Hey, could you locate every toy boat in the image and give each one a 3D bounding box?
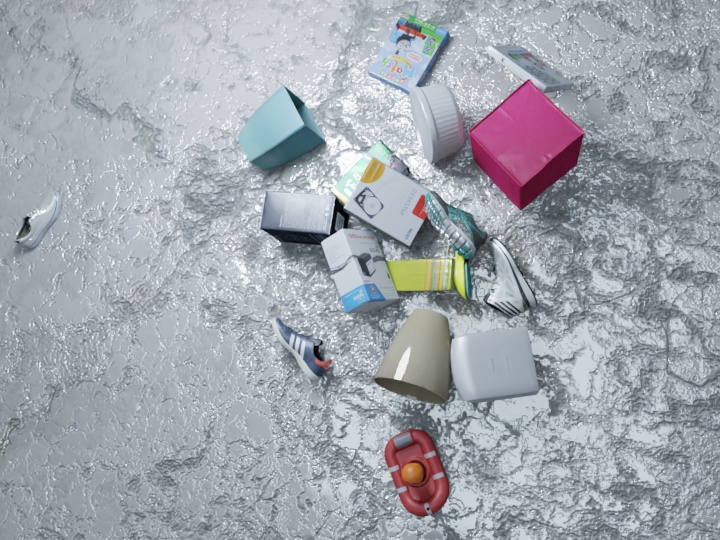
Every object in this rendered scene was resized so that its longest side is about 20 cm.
[{"bbox_3d":[0.132,0.489,1.471,0.130,0.131,0.201,-25,75,9],"label":"toy boat"}]

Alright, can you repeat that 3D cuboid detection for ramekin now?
[{"bbox_3d":[0.199,-0.387,1.590,0.094,0.202,0.204,-17,76,-2],"label":"ramekin"}]

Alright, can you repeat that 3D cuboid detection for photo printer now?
[{"bbox_3d":[0.317,0.229,1.473,0.198,0.069,0.168,-5,77,-8],"label":"photo printer"}]

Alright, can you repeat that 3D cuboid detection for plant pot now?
[{"bbox_3d":[0.148,0.203,1.509,0.186,0.188,0.201,12,70,16],"label":"plant pot"},{"bbox_3d":[-0.235,-0.387,1.728,0.199,0.141,0.142,-32,74,15],"label":"plant pot"}]

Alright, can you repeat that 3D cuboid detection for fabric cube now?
[{"bbox_3d":[0.408,-0.306,1.514,0.200,0.199,0.197,-40,72,4],"label":"fabric cube"}]

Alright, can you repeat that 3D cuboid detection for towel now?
[{"bbox_3d":[0.149,0.013,1.587,0.199,0.018,0.087,-2,73,33],"label":"towel"}]

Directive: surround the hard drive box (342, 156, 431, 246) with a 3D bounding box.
[{"bbox_3d":[0.076,-0.178,1.604,0.199,0.077,0.157,29,88,-5],"label":"hard drive box"}]

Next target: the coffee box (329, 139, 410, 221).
[{"bbox_3d":[0.026,-0.247,1.680,0.200,0.044,0.123,-44,73,3],"label":"coffee box"}]

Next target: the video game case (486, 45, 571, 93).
[{"bbox_3d":[0.434,-0.516,1.559,0.182,0.200,0.024,43,126,17],"label":"video game case"}]

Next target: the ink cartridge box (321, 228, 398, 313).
[{"bbox_3d":[0.000,0.000,1.579,0.083,0.145,0.201,-30,73,33],"label":"ink cartridge box"}]

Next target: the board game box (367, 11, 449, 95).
[{"bbox_3d":[0.136,-0.611,1.725,0.151,0.037,0.201,30,89,17],"label":"board game box"}]

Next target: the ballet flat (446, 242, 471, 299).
[{"bbox_3d":[0.254,-0.022,1.573,0.067,0.067,0.202,-1,73,21],"label":"ballet flat"}]

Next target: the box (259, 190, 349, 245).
[{"bbox_3d":[-0.148,-0.137,1.651,0.198,0.148,0.108,5,81,15],"label":"box"}]

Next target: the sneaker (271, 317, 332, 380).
[{"bbox_3d":[-0.153,0.192,1.632,0.084,0.075,0.200,-41,83,5],"label":"sneaker"}]

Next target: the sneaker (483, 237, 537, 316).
[{"bbox_3d":[0.345,0.022,1.532,0.115,0.076,0.201,-29,77,6],"label":"sneaker"}]

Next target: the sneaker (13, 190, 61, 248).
[{"bbox_3d":[-1.012,-0.163,1.917,0.073,0.071,0.201,25,87,17],"label":"sneaker"}]

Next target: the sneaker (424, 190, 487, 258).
[{"bbox_3d":[0.242,-0.126,1.542,0.091,0.078,0.201,-32,78,-21],"label":"sneaker"}]
